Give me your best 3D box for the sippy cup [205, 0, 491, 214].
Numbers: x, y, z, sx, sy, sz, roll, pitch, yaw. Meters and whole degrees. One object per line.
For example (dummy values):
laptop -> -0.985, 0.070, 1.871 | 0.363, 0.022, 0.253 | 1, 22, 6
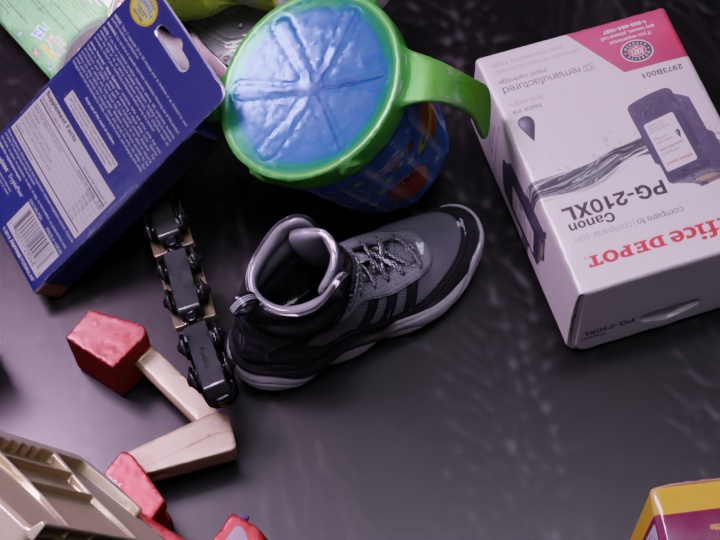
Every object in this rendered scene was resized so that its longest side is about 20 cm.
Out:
sippy cup -> -0.007, -0.102, 1.022 | 0.178, 0.130, 0.140 | 38, 91, 32

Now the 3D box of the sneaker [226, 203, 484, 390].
sneaker -> 0.000, 0.000, 0.988 | 0.200, 0.114, 0.076 | -30, 66, -14

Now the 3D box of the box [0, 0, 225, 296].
box -> -0.177, -0.091, 1.030 | 0.200, 0.032, 0.121 | -43, 64, 19

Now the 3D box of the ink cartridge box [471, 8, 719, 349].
ink cartridge box -> 0.178, -0.065, 1.035 | 0.145, 0.084, 0.200 | -16, 63, -7

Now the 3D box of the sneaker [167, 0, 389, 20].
sneaker -> -0.076, -0.236, 1.096 | 0.200, 0.076, 0.105 | 0, 50, -14

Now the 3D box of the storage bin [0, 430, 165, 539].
storage bin -> -0.218, 0.195, 0.813 | 0.094, 0.199, 0.200 | 36, 88, 21

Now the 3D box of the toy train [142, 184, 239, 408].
toy train -> -0.116, 0.012, 1.007 | 0.034, 0.046, 0.200 | -21, 50, -1

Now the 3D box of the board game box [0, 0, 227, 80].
board game box -> -0.186, -0.169, 1.107 | 0.105, 0.023, 0.200 | -43, 74, 3

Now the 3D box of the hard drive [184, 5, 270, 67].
hard drive -> -0.091, -0.244, 1.165 | 0.140, 0.038, 0.200 | 31, 68, 17

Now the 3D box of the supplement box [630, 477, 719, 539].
supplement box -> 0.225, 0.230, 0.851 | 0.103, 0.131, 0.200 | -6, 63, -2

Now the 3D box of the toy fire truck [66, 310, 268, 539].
toy fire truck -> -0.127, 0.127, 0.960 | 0.200, 0.049, 0.141 | 28, 65, 14
